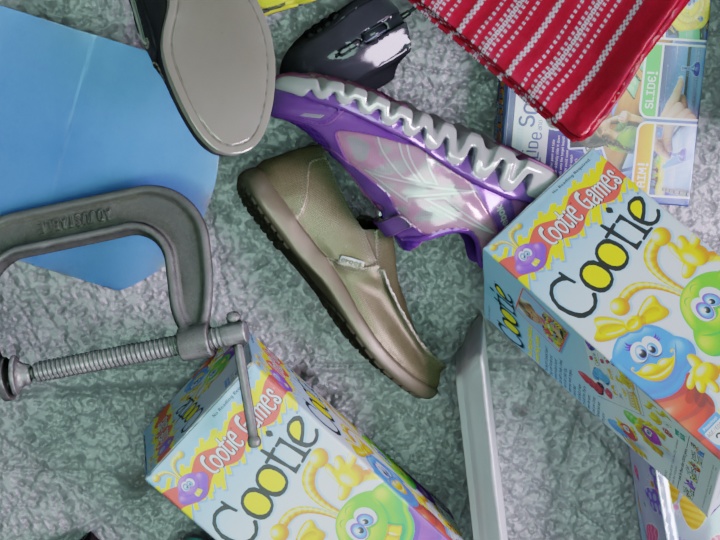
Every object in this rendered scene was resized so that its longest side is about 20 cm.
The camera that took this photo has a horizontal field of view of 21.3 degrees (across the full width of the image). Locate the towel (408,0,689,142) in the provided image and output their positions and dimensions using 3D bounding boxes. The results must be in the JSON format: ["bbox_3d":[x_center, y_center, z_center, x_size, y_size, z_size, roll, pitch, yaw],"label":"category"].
[{"bbox_3d":[0.107,-0.193,1.188,0.200,0.022,0.145,42,107,16],"label":"towel"}]

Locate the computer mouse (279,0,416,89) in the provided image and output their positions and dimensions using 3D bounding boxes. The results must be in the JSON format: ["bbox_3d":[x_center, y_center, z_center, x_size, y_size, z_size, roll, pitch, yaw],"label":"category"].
[{"bbox_3d":[0.034,-0.168,1.243,0.199,0.034,0.059,-33,93,12],"label":"computer mouse"}]

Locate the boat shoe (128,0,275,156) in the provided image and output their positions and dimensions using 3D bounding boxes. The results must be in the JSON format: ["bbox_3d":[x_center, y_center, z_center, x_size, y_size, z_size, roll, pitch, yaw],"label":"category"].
[{"bbox_3d":[-0.107,-0.158,1.200,0.072,0.063,0.202,-12,76,-25],"label":"boat shoe"}]

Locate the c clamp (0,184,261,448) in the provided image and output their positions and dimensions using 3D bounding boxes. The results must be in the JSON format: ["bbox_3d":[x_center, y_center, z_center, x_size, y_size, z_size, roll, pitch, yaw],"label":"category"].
[{"bbox_3d":[-0.163,0.032,1.211,0.198,0.027,0.173,-5,80,13],"label":"c clamp"}]

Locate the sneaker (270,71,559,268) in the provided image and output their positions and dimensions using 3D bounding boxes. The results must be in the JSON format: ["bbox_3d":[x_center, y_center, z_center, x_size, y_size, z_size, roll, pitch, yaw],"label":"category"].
[{"bbox_3d":[0.025,-0.062,1.221,0.199,0.081,0.089,23,98,-12],"label":"sneaker"}]

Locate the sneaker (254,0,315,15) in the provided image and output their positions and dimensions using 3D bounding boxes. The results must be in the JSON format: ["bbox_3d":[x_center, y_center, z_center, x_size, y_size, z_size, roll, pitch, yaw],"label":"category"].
[{"bbox_3d":[-0.025,-0.215,1.188,0.199,0.074,0.085,-15,96,34],"label":"sneaker"}]

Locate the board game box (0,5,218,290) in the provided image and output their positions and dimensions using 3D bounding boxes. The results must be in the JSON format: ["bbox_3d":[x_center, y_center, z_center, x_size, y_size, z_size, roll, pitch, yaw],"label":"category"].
[{"bbox_3d":[-0.191,-0.081,1.255,0.198,0.039,0.159,17,105,-4],"label":"board game box"}]

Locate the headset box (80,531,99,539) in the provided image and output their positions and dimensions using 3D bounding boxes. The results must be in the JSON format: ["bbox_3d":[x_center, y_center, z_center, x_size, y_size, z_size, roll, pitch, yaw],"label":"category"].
[{"bbox_3d":[-0.170,0.307,1.320,0.149,0.075,0.200,-43,103,4],"label":"headset box"}]

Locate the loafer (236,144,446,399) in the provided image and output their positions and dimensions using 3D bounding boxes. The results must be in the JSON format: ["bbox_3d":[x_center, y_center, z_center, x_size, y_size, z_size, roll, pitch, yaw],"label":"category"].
[{"bbox_3d":[0.000,0.000,1.271,0.067,0.076,0.200,-40,107,-5],"label":"loafer"}]

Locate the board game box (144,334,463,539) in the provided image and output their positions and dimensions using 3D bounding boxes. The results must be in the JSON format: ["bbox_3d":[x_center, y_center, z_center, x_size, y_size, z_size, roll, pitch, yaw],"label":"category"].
[{"bbox_3d":[-0.037,0.149,1.278,0.200,0.105,0.103,42,94,-13],"label":"board game box"}]

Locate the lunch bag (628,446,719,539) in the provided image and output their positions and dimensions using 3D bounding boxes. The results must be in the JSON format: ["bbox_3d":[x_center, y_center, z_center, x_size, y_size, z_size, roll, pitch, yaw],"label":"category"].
[{"bbox_3d":[0.265,0.106,1.300,0.168,0.127,0.202,-9,96,-4],"label":"lunch bag"}]

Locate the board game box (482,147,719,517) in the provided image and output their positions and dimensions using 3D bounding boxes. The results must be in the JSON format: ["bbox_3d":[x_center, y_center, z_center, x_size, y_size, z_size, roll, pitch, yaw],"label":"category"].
[{"bbox_3d":[0.183,0.038,1.211,0.103,0.105,0.200,-42,69,-15],"label":"board game box"}]

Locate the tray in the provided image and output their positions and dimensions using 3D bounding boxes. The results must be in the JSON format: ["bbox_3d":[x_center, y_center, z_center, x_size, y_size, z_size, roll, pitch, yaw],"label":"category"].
[{"bbox_3d":[0.083,0.139,1.296,0.022,0.107,0.202,-6,103,4],"label":"tray"}]

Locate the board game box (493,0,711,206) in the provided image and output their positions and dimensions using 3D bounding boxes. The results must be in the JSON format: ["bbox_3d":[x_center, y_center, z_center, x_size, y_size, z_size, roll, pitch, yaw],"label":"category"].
[{"bbox_3d":[0.162,-0.148,1.278,0.134,0.034,0.202,4,101,-6],"label":"board game box"}]

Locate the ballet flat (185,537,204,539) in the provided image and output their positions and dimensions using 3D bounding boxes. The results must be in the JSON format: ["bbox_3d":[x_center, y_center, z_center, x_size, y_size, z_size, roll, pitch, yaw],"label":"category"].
[{"bbox_3d":[-0.055,0.262,1.320,0.199,0.076,0.064,37,55,-12],"label":"ballet flat"}]

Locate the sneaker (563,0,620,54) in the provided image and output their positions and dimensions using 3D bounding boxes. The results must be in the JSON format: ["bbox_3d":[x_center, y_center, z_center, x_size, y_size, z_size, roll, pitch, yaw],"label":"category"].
[{"bbox_3d":[0.153,-0.223,1.217,0.087,0.076,0.201,25,95,7],"label":"sneaker"}]
